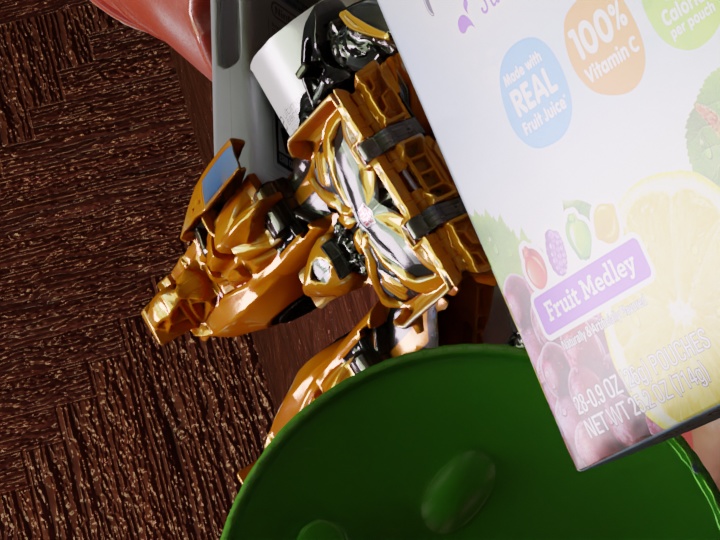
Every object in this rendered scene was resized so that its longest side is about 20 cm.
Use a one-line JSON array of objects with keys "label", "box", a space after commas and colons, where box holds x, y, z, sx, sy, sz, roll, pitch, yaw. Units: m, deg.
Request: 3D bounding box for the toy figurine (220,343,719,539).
[{"label": "toy figurine", "box": [0.020, 0.137, 0.869, 0.150, 0.200, 0.184, 37, 168, 12]}]

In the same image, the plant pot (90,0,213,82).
[{"label": "plant pot", "box": [-0.038, -0.171, 1.384, 0.195, 0.200, 0.202, -129, 25, -56]}]

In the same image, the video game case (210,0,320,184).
[{"label": "video game case", "box": [0.003, -0.082, 1.117, 0.200, 0.022, 0.183, 30, -130, -52]}]

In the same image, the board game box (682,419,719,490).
[{"label": "board game box", "box": [0.109, -0.015, 0.819, 0.103, 0.019, 0.201, 35, 143, 33]}]

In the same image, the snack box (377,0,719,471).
[{"label": "snack box", "box": [0.077, -0.071, 0.691, 0.169, 0.067, 0.201, -35, 74, 57]}]

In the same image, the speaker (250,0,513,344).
[{"label": "speaker", "box": [0.043, -0.009, 0.993, 0.201, 0.081, 0.081, 60, 171, 6]}]

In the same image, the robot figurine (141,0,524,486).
[{"label": "robot figurine", "box": [0.000, 0.000, 0.929, 0.145, 0.058, 0.200, 58, 148, 11]}]
